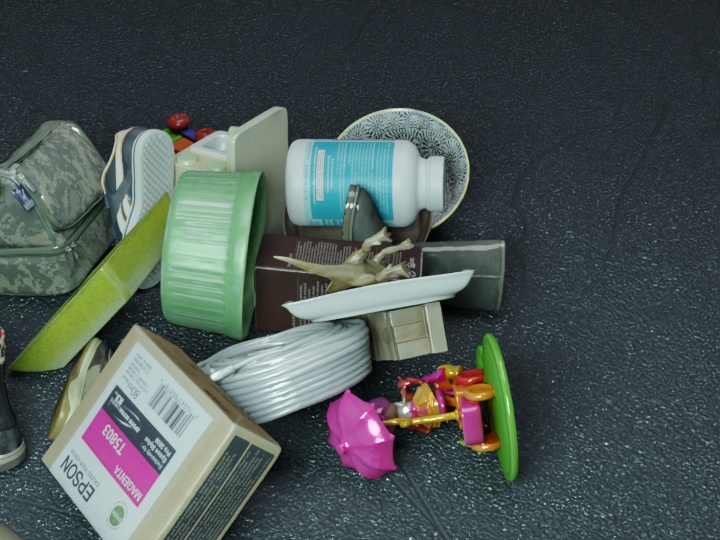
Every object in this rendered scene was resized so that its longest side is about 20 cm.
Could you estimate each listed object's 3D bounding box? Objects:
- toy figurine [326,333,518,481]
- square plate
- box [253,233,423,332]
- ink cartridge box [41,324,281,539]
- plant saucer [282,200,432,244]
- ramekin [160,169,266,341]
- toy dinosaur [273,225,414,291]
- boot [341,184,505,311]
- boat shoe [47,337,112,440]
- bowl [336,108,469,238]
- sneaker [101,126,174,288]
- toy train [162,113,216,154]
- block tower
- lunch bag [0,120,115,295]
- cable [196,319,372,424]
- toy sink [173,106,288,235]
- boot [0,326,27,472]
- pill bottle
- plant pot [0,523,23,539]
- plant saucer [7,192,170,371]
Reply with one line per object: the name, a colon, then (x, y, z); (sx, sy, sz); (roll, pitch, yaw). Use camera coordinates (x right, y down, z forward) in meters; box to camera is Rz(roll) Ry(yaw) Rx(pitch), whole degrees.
toy figurine: (0.055, 0.146, 1.344); (0.182, 0.152, 0.200); (-8, 13, -2)
square plate: (0.021, 0.029, 1.385); (0.198, 0.029, 0.198); (-10, -1, 1)
box: (-0.026, 0.023, 1.562); (0.198, 0.101, 0.075); (5, 39, 1)
ink cartridge box: (-0.189, 0.171, 1.209); (0.200, 0.165, 0.075); (35, -1, 45)
plant saucer: (-0.003, -0.067, 1.717); (0.198, 0.035, 0.202); (-2, 66, 5)
ramekin: (-0.172, -0.023, 1.528); (0.097, 0.202, 0.201); (6, 28, 1)
toy dinosaur: (0.000, 0.000, 1.407); (0.101, 0.059, 0.199); (-27, -17, 26)
boot: (0.079, -0.025, 1.599); (0.198, 0.183, 0.073); (3, 39, 9)
boat shoe: (-0.284, 0.135, 1.382); (0.064, 0.074, 0.200); (26, 18, -10)
bowl: (0.053, -0.115, 1.802); (0.198, 0.094, 0.203); (-3, 65, 6)
sneaker: (-0.281, -0.082, 1.646); (0.079, 0.202, 0.078); (15, 14, 40)
toy train: (-0.250, -0.147, 1.888); (0.115, 0.085, 0.199); (-30, 42, -30)
block tower: (0.032, 0.070, 1.435); (0.057, 0.055, 0.200); (-10, -2, -19)
lunch bag: (-0.400, -0.082, 1.634); (0.138, 0.169, 0.200); (-1, 27, 15)
cable: (-0.081, 0.106, 1.368); (0.198, 0.070, 0.200); (-16, 4, 1)
toy sink: (-0.173, -0.111, 1.693); (0.111, 0.202, 0.130); (15, 31, 24)
boot: (-0.426, 0.110, 1.315); (0.198, 0.152, 0.073); (18, 31, 25)
pill bottle: (0.008, -0.111, 1.656); (0.198, 0.112, 0.111); (1, 28, 7)
plant pot: (-0.233, 0.318, 0.955); (0.199, 0.189, 0.187); (27, 34, 12)
plant saucer: (-0.295, 0.024, 1.498); (0.048, 0.200, 0.200); (42, 29, -10)
